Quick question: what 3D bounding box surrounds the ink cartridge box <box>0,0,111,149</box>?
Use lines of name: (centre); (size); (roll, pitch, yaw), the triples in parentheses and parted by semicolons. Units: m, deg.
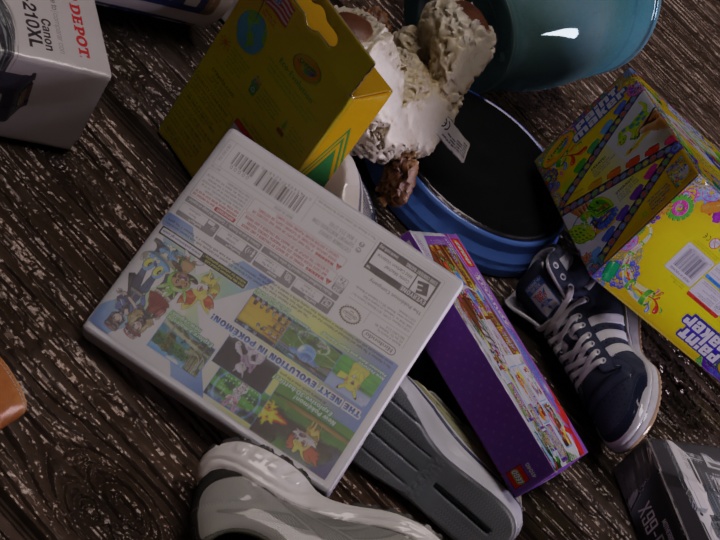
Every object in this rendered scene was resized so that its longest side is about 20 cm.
ink cartridge box: (-0.289, -0.180, 1.191); (0.198, 0.084, 0.146); (10, 47, -33)

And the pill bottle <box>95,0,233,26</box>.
pill bottle: (-0.198, -0.267, 1.336); (0.198, 0.111, 0.112); (8, 47, -35)

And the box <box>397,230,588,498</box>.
box: (0.091, 0.065, 1.239); (0.201, 0.039, 0.137); (59, 15, 10)

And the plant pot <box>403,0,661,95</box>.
plant pot: (0.148, -0.254, 1.564); (0.187, 0.200, 0.200); (-29, 72, -41)

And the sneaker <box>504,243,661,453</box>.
sneaker: (0.177, 0.057, 1.360); (0.108, 0.070, 0.201); (30, 31, -20)

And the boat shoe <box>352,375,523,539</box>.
boat shoe: (0.037, 0.119, 1.194); (0.200, 0.072, 0.062); (46, 21, -6)

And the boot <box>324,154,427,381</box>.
boot: (0.000, 0.000, 1.283); (0.090, 0.073, 0.202); (30, 40, -33)

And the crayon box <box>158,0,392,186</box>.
crayon box: (-0.059, -0.128, 1.241); (0.051, 0.200, 0.127); (-15, 62, -47)

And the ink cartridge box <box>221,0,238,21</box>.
ink cartridge box: (-0.083, -0.336, 1.430); (0.084, 0.200, 0.146); (-19, 64, -49)

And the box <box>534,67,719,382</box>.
box: (0.276, -0.034, 1.426); (0.199, 0.122, 0.193); (37, 20, -27)

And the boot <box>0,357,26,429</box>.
boot: (-0.248, 0.104, 0.953); (0.154, 0.074, 0.201); (-17, 66, -53)

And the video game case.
video game case: (-0.057, 0.026, 1.143); (0.199, 0.022, 0.183); (33, 68, 4)

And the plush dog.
plush dog: (-0.010, -0.155, 1.375); (0.199, 0.162, 0.171); (-15, 33, -41)

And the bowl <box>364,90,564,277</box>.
bowl: (0.096, -0.085, 1.463); (0.199, 0.039, 0.202); (24, 40, -21)

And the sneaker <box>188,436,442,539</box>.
sneaker: (-0.022, 0.185, 1.072); (0.198, 0.074, 0.080); (25, 48, -9)

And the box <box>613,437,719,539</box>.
box: (0.310, 0.219, 1.328); (0.198, 0.050, 0.159); (11, 45, -32)
